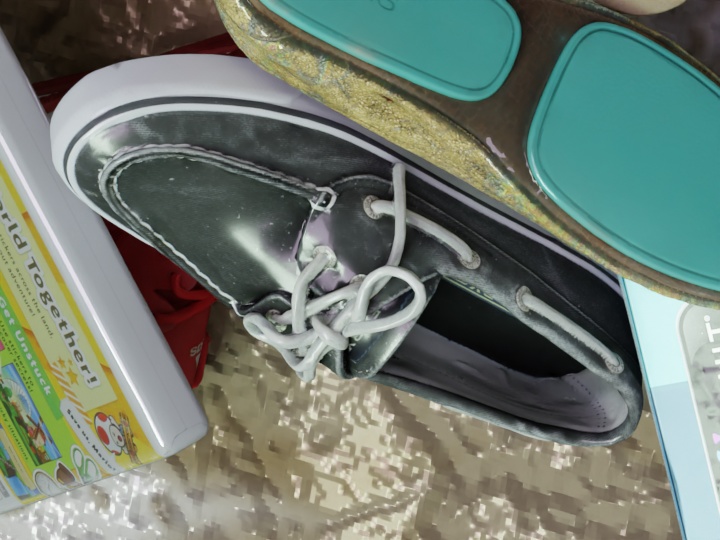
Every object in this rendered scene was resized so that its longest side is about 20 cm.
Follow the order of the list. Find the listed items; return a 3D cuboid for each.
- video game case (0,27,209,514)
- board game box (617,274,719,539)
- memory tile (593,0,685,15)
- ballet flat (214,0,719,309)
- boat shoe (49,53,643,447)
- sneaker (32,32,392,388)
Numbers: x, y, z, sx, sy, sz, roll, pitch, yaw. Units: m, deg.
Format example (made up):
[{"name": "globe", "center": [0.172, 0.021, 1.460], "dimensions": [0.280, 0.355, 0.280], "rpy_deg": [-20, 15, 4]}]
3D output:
[{"name": "video game case", "center": [-0.142, -0.017, 0.981], "dimensions": [0.182, 0.023, 0.200], "rpy_deg": [-22, 96, 57]}, {"name": "board game box", "center": [0.190, 0.046, 0.883], "dimensions": [0.199, 0.047, 0.151], "rpy_deg": [-11, 96, 26]}, {"name": "memory tile", "center": [0.089, -0.168, 0.837], "dimensions": [0.153, 0.017, 0.201], "rpy_deg": [12, 108, 15]}, {"name": "ballet flat", "center": [0.042, -0.051, 0.867], "dimensions": [0.200, 0.071, 0.071], "rpy_deg": [29, 114, -12]}, {"name": "boat shoe", "center": [-0.001, 0.002, 0.891], "dimensions": [0.199, 0.068, 0.074], "rpy_deg": [27, 128, -25]}, {"name": "sneaker", "center": [-0.044, -0.014, 0.973], "dimensions": [0.200, 0.078, 0.116], "rpy_deg": [-7, 107, 38]}]
